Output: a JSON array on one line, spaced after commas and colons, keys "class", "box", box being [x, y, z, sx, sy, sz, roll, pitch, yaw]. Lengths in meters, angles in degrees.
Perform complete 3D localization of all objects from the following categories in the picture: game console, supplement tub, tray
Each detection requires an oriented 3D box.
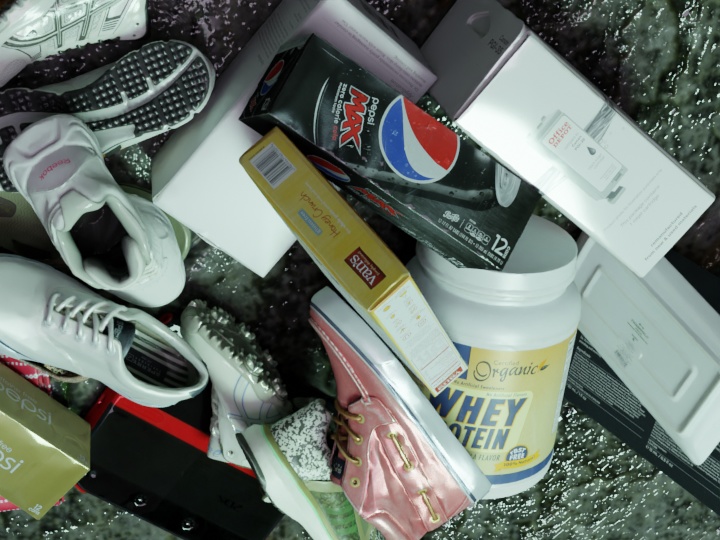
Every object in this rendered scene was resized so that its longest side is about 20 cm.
[{"class": "game console", "box": [-0.130, 0.146, 1.113, 0.200, 0.031, 0.177, 32, 101, -25]}, {"class": "supplement tub", "box": [0.095, 0.063, 1.045, 0.144, 0.145, 0.201, 0, 117, -11]}, {"class": "tray", "box": [0.221, 0.047, 1.029, 0.022, 0.200, 0.108, -8, 137, -37]}]

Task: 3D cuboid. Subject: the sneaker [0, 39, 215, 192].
[{"class": "sneaker", "box": [-0.191, -0.107, 0.939, 0.199, 0.080, 0.074, -16, 98, 8]}]

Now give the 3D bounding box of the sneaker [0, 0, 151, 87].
[{"class": "sneaker", "box": [-0.189, -0.177, 0.904, 0.200, 0.076, 0.088, -40, 117, 11]}]

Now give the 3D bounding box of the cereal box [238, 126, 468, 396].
[{"class": "cereal box", "box": [0.000, 0.000, 0.896, 0.040, 0.144, 0.200, -41, 156, -2]}]

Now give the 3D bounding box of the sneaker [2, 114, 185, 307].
[{"class": "sneaker", "box": [-0.171, -0.013, 0.901, 0.078, 0.100, 0.200, -33, 147, 2]}]

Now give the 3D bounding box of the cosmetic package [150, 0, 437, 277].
[{"class": "cosmetic package", "box": [-0.053, -0.109, 0.961, 0.107, 0.085, 0.200, 37, 105, -25]}]

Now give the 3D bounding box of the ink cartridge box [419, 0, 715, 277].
[{"class": "ink cartridge box", "box": [0.143, -0.104, 0.967, 0.200, 0.147, 0.083, 36, 102, -24]}]

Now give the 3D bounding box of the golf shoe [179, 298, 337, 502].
[{"class": "golf shoe", "box": [-0.095, 0.114, 1.054, 0.097, 0.078, 0.200, -35, 116, 8]}]

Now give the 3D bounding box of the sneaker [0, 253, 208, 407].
[{"class": "sneaker", "box": [-0.194, 0.039, 0.942, 0.200, 0.073, 0.071, 27, 153, -32]}]

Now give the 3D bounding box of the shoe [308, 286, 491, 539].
[{"class": "shoe", "box": [0.005, 0.113, 0.954, 0.091, 0.071, 0.200, -38, 106, -4]}]

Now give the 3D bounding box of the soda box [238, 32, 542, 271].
[{"class": "soda box", "box": [0.021, -0.076, 0.893, 0.200, 0.071, 0.064, 32, 80, -21]}]

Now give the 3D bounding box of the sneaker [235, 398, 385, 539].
[{"class": "sneaker", "box": [-0.009, 0.170, 1.033, 0.088, 0.077, 0.200, -36, 131, 5]}]

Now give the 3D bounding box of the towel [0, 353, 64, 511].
[{"class": "towel", "box": [-0.320, 0.116, 1.060, 0.144, 0.023, 0.201, -5, 118, -8]}]

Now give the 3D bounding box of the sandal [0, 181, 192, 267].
[{"class": "sandal", "box": [-0.226, -0.030, 0.983, 0.200, 0.057, 0.080, 12, 114, -17]}]

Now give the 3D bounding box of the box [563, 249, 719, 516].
[{"class": "box", "box": [0.268, 0.084, 1.053, 0.079, 0.200, 0.142, -10, 124, -37]}]

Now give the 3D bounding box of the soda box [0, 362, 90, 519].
[{"class": "soda box", "box": [-0.301, 0.103, 1.005, 0.064, 0.068, 0.200, -44, 117, 12]}]

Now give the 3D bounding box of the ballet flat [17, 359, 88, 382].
[{"class": "ballet flat", "box": [-0.274, 0.024, 0.972, 0.199, 0.067, 0.068, 27, 97, -19]}]
